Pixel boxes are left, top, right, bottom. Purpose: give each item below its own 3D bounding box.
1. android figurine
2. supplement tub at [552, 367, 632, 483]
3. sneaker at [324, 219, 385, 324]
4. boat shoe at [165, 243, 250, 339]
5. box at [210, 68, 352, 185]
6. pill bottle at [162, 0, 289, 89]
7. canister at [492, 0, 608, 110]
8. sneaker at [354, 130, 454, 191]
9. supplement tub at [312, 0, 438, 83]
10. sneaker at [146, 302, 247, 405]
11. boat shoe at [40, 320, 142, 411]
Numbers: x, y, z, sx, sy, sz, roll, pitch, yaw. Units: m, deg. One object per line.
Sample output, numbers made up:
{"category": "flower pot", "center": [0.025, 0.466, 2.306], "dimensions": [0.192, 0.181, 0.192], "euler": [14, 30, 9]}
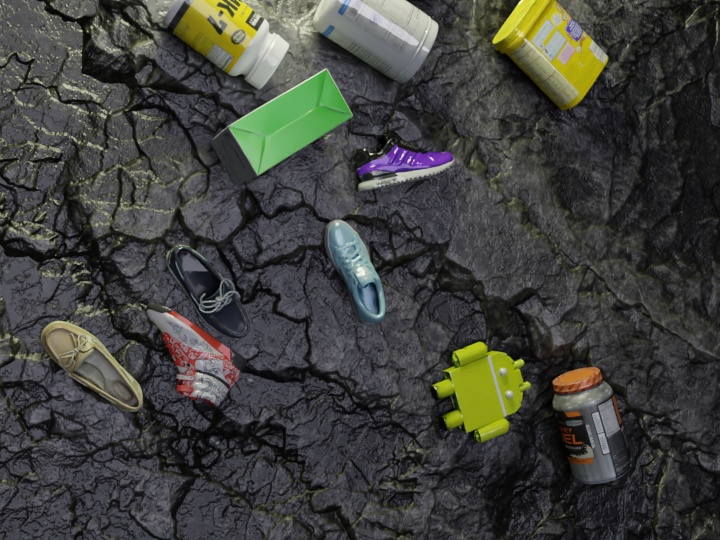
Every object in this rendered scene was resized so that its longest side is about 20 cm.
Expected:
{"category": "android figurine", "center": [0.234, 0.230, 1.816], "dimensions": [0.197, 0.041, 0.185], "euler": [-17, 94, -18]}
{"category": "supplement tub", "center": [0.447, 0.300, 1.848], "dimensions": [0.121, 0.122, 0.203], "euler": [-19, 94, -19]}
{"category": "sneaker", "center": [0.000, 0.000, 1.712], "dimensions": [0.073, 0.082, 0.202], "euler": [-28, 98, -19]}
{"category": "boat shoe", "center": [-0.255, 0.037, 1.629], "dimensions": [0.075, 0.062, 0.201], "euler": [-38, 102, -19]}
{"category": "box", "center": [-0.140, -0.243, 1.617], "dimensions": [0.199, 0.176, 0.098], "euler": [-34, 99, -17]}
{"category": "pill bottle", "center": [-0.228, -0.408, 1.622], "dimensions": [0.199, 0.114, 0.115], "euler": [34, 78, -16]}
{"category": "canister", "center": [0.375, -0.432, 1.857], "dimensions": [0.199, 0.086, 0.149], "euler": [41, 76, -16]}
{"category": "sneaker", "center": [0.080, -0.213, 1.753], "dimensions": [0.197, 0.069, 0.101], "euler": [-15, 91, -20]}
{"category": "supplement tub", "center": [0.026, -0.442, 1.705], "dimensions": [0.198, 0.132, 0.133], "euler": [30, 79, -18]}
{"category": "sneaker", "center": [-0.298, 0.148, 1.609], "dimensions": [0.200, 0.067, 0.109], "euler": [36, 75, -18]}
{"category": "boat shoe", "center": [-0.438, 0.159, 1.559], "dimensions": [0.073, 0.063, 0.201], "euler": [-46, 104, -15]}
